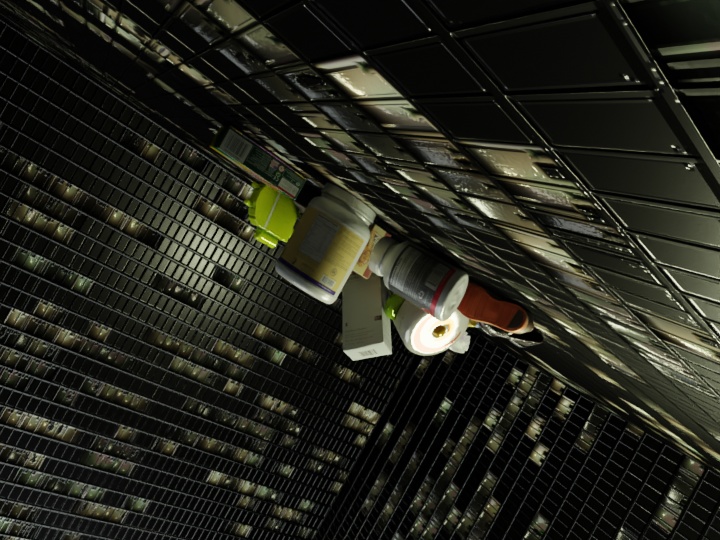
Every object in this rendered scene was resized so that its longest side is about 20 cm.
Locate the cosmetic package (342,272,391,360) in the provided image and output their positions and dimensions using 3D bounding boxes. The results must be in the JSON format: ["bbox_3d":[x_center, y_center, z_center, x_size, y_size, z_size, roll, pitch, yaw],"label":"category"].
[{"bbox_3d":[0.015,0.110,1.315,0.110,0.205,0.081,-13,149,15],"label":"cosmetic package"}]

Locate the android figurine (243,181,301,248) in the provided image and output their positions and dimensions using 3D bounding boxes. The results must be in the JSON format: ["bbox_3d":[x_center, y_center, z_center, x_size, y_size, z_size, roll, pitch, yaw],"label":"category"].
[{"bbox_3d":[-0.217,-0.156,1.351,0.040,0.187,0.198,17,173,40],"label":"android figurine"}]

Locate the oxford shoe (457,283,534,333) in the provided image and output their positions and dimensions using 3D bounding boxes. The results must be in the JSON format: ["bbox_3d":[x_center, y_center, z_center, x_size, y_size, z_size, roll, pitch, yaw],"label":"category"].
[{"bbox_3d":[0.275,0.086,1.110,0.072,0.073,0.198,25,-176,-44],"label":"oxford shoe"}]

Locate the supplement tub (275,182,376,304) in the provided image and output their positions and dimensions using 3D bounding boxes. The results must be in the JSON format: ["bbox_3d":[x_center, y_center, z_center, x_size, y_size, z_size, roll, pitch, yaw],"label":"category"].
[{"bbox_3d":[-0.067,-0.054,1.048,0.143,0.204,0.145,30,178,1],"label":"supplement tub"}]

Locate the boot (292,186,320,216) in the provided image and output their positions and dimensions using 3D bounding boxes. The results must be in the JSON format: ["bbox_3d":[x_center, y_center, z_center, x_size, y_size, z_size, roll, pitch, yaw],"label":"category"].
[{"bbox_3d":[-0.090,-0.109,1.326,0.198,0.073,0.152,36,155,23],"label":"boot"}]

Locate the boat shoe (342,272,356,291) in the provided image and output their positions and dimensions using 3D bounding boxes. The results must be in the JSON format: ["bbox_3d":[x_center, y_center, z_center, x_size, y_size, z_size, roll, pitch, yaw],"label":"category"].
[{"bbox_3d":[0.000,0.000,1.375,0.073,0.064,0.199,36,141,-12],"label":"boat shoe"}]

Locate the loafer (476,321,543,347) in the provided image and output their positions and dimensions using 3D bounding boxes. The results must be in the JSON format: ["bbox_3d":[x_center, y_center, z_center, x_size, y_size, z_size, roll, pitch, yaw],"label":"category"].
[{"bbox_3d":[0.356,0.130,1.234,0.197,0.074,0.062,26,162,-32],"label":"loafer"}]

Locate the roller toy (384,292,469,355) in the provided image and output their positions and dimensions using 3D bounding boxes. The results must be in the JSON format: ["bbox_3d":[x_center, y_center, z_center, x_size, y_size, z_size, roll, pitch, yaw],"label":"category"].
[{"bbox_3d":[0.173,0.108,1.291,0.184,0.196,0.141,58,-177,-43],"label":"roller toy"}]

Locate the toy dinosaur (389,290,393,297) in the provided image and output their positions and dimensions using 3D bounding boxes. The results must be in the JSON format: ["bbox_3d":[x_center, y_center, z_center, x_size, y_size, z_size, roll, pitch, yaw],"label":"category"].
[{"bbox_3d":[0.084,0.072,1.456,0.202,0.047,0.088,56,-178,15],"label":"toy dinosaur"}]

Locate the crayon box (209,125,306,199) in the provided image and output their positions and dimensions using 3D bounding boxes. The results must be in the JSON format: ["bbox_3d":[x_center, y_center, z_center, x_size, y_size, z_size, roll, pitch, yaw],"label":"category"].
[{"bbox_3d":[-0.235,-0.243,1.182,0.197,0.059,0.172,33,179,-25],"label":"crayon box"}]

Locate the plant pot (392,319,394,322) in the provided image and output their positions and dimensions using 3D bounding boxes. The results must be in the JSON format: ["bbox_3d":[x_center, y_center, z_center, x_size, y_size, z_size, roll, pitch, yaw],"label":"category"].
[{"bbox_3d":[0.164,0.091,1.769,0.188,0.200,0.200,46,-176,19],"label":"plant pot"}]

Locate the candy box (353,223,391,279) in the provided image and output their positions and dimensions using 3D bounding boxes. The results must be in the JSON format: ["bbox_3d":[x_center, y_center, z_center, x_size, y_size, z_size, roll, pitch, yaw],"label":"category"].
[{"bbox_3d":[-0.005,-0.060,1.281,0.054,0.118,0.200,29,180,-20],"label":"candy box"}]

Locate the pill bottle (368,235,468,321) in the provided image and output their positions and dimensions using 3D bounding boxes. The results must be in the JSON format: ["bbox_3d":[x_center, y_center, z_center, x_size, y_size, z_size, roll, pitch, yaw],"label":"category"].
[{"bbox_3d":[0.115,0.009,1.084,0.197,0.113,0.110,31,179,26],"label":"pill bottle"}]

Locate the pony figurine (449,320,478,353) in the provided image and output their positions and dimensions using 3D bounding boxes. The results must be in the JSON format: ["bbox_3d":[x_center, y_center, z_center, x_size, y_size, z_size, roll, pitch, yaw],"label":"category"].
[{"bbox_3d":[0.268,0.143,1.505,0.188,0.172,0.199,6,162,-26],"label":"pony figurine"}]
